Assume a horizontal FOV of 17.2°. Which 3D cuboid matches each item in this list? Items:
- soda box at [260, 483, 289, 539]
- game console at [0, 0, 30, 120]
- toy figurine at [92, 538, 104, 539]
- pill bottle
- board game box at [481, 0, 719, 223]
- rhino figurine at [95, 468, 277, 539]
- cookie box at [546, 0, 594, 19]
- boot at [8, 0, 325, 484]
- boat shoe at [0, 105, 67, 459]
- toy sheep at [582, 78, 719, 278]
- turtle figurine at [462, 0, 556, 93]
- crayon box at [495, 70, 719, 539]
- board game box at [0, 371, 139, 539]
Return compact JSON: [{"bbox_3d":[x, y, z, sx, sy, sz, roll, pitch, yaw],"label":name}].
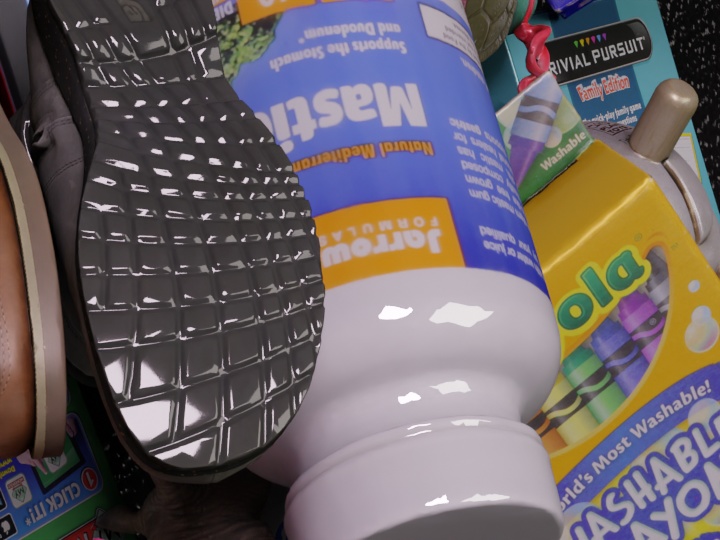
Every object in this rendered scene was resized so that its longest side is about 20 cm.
[{"bbox_3d":[-0.026,0.157,0.826,0.063,0.068,0.201,48,44,-32],"label":"soda box"},{"bbox_3d":[-0.045,-0.067,0.848,0.176,0.031,0.201,-21,101,-27],"label":"game console"},{"bbox_3d":[-0.140,0.089,0.631,0.201,0.150,0.184,59,16,21],"label":"toy figurine"},{"bbox_3d":[0.000,0.000,0.751,0.112,0.112,0.201,21,46,-48],"label":"pill bottle"},{"bbox_3d":[0.111,-0.023,1.097,0.151,0.047,0.201,-20,93,-54],"label":"board game box"},{"bbox_3d":[-0.019,0.114,0.764,0.087,0.060,0.200,-22,68,-38],"label":"rhino figurine"},{"bbox_3d":[0.102,-0.238,1.019,0.201,0.171,0.075,58,7,1],"label":"cookie box"},{"bbox_3d":[-0.065,-0.002,0.708,0.067,0.131,0.201,-4,56,-17],"label":"boot"},{"bbox_3d":[-0.136,-0.022,0.708,0.067,0.072,0.201,-6,48,-20],"label":"boat shoe"},{"bbox_3d":[0.090,0.009,0.956,0.137,0.201,0.138,22,29,-13],"label":"toy sheep"},{"bbox_3d":[0.005,-0.110,0.949,0.199,0.100,0.151,3,70,-45],"label":"turtle figurine"},{"bbox_3d":[0.079,0.047,0.848,0.200,0.126,0.052,53,-3,-26],"label":"crayon box"},{"bbox_3d":[-0.156,0.066,0.717,0.200,0.029,0.135,-28,101,-54],"label":"board game box"}]
